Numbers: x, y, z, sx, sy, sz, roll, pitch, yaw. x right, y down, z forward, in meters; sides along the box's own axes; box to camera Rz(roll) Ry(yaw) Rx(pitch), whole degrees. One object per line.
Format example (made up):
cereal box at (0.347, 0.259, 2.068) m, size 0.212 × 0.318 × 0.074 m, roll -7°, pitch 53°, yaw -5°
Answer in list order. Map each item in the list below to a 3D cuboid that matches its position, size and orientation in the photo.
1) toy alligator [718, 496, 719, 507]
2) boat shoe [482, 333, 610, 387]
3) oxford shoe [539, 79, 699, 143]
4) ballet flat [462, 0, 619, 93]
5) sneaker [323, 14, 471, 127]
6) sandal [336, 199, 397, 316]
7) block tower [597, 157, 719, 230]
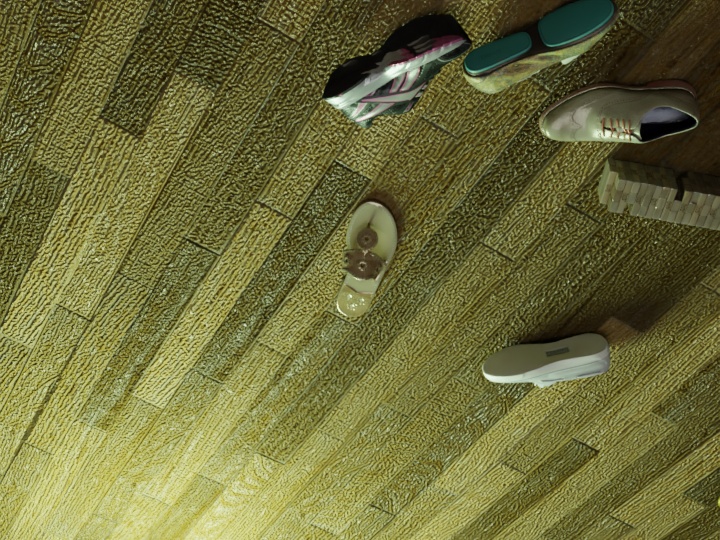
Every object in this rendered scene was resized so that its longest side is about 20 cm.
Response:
toy alligator at (0.698, 0.443, 1.624) m, size 0.054 × 0.059 × 0.200 m, roll -45°, pitch 119°, yaw -12°
boat shoe at (0.297, 0.153, 1.441) m, size 0.199 × 0.072 × 0.069 m, roll -16°, pitch 124°, yaw 7°
oxford shoe at (0.329, -0.196, 1.155) m, size 0.199 × 0.074 × 0.071 m, roll -10°, pitch 126°, yaw 14°
ballet flat at (0.225, -0.274, 1.121) m, size 0.200 × 0.071 × 0.071 m, roll -20°, pitch 123°, yaw 20°
sneaker at (0.056, -0.248, 1.150) m, size 0.200 × 0.080 × 0.086 m, roll -19°, pitch 136°, yaw 29°
sandal at (0.006, 0.001, 1.350) m, size 0.077 × 0.070 × 0.212 m, roll 13°, pitch 128°, yaw -3°
block tower at (0.429, -0.101, 1.231) m, size 0.199 × 0.054 × 0.058 m, roll 9°, pitch 129°, yaw 1°
